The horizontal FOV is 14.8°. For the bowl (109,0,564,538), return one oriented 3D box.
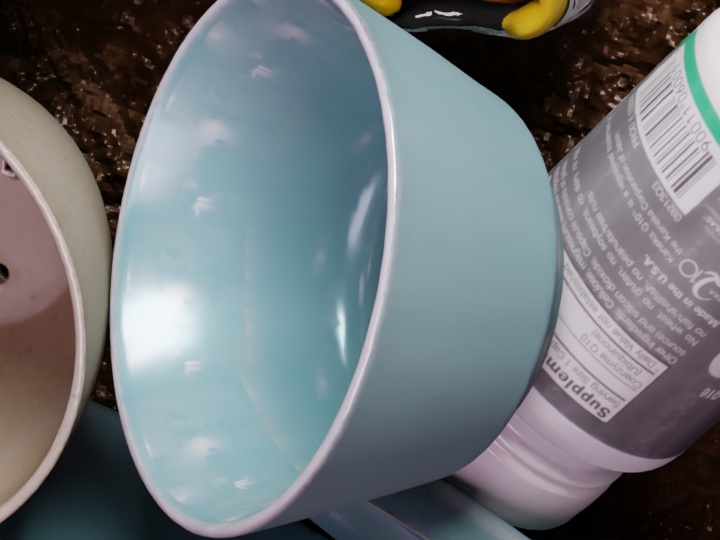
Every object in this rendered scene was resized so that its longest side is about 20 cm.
[{"bbox_3d":[0.000,0.000,1.000,0.105,0.201,0.201,9,129,-30],"label":"bowl"}]

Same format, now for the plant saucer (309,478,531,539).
[{"bbox_3d":[0.040,0.116,1.111,0.200,0.200,0.027,35,80,-1],"label":"plant saucer"}]

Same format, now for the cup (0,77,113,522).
[{"bbox_3d":[-0.177,-0.005,1.110,0.199,0.143,0.202,5,109,15],"label":"cup"}]

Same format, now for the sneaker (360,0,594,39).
[{"bbox_3d":[-0.003,-0.135,1.023,0.199,0.082,0.078,13,121,13],"label":"sneaker"}]

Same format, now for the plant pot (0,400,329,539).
[{"bbox_3d":[-0.131,0.144,1.192,0.200,0.141,0.142,36,123,10],"label":"plant pot"}]

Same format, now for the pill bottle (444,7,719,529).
[{"bbox_3d":[0.109,0.003,1.041,0.113,0.113,0.200,41,123,-6],"label":"pill bottle"}]
